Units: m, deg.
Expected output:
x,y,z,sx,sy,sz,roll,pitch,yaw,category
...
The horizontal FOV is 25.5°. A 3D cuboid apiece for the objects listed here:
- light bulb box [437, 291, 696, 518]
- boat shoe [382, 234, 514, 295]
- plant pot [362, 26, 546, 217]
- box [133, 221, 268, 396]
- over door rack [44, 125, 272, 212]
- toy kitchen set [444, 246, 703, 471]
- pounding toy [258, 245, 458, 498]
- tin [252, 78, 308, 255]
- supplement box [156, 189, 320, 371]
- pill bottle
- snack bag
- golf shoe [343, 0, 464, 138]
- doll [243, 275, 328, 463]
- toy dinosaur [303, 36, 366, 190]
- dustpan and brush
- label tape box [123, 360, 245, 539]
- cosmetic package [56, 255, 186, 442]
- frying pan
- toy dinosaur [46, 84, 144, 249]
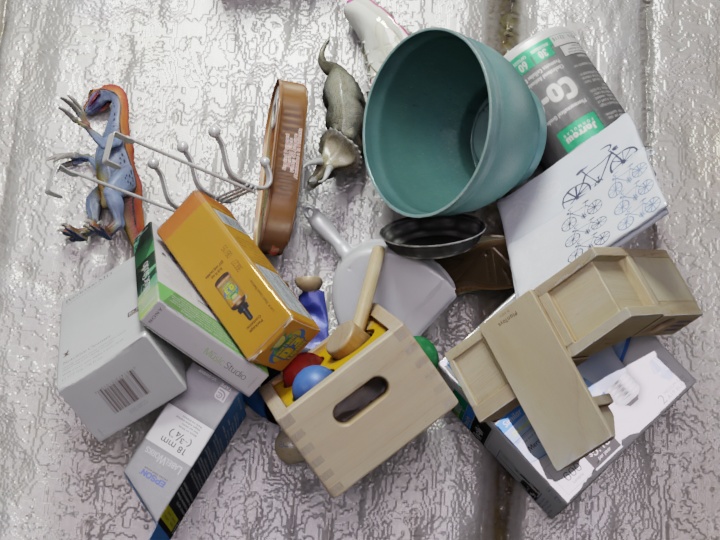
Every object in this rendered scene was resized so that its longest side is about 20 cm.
x,y,z,sx,sy,sz,roll,pitch,yaw,category
0.212,0.120,1.694,0.198,0.125,0.200,-42,79,-12,light bulb box
0.104,-0.008,1.764,0.199,0.065,0.073,-4,97,17,boat shoe
0.116,-0.153,1.717,0.134,0.200,0.202,4,68,-41,plant pot
-0.169,0.037,1.658,0.144,0.200,0.036,37,102,-22,box
-0.214,-0.111,1.696,0.199,0.147,0.067,9,73,-35,over door rack
0.234,0.100,1.599,0.200,0.180,0.164,-38,69,29,toy kitchen set
-0.002,0.097,1.626,0.200,0.184,0.143,-37,102,-4,pounding toy
-0.089,-0.114,1.769,0.042,0.112,0.201,9,74,-13,tin
-0.127,0.010,1.641,0.067,0.069,0.200,-44,57,10,supplement box
0.239,-0.163,1.785,0.113,0.113,0.201,-29,75,-9,pill bottle
0.225,-0.069,1.648,0.188,0.021,0.201,-36,30,22,snack bag
0.033,-0.228,1.826,0.091,0.075,0.200,-37,76,-7,golf shoe
-0.077,0.111,1.733,0.135,0.048,0.202,-5,75,8,doll
-0.017,-0.176,1.792,0.076,0.102,0.201,5,74,1,toy dinosaur
0.000,0.000,1.750,0.200,0.057,0.140,45,104,8,dustpan and brush
-0.197,0.206,1.652,0.063,0.144,0.201,30,75,7,label tape box
-0.249,0.076,1.655,0.112,0.200,0.081,-32,117,4,cosmetic package
0.069,-0.049,1.728,0.114,0.190,0.031,-9,108,-10,frying pan
-0.283,-0.117,1.806,0.199,0.105,0.182,34,62,-26,toy dinosaur
